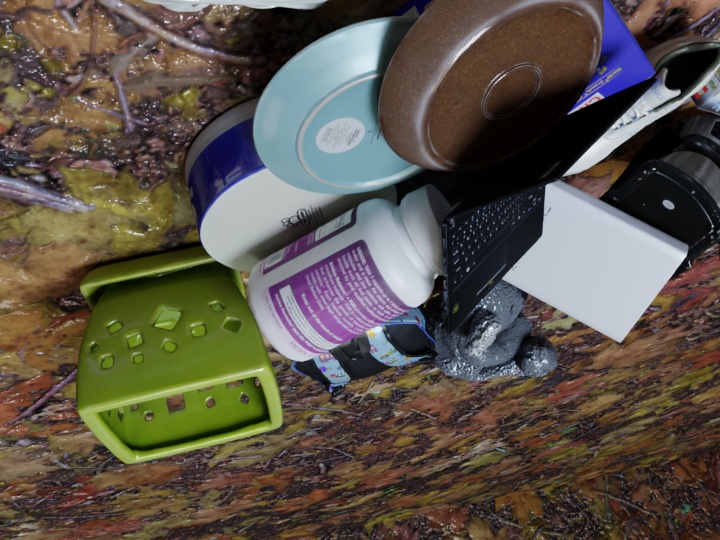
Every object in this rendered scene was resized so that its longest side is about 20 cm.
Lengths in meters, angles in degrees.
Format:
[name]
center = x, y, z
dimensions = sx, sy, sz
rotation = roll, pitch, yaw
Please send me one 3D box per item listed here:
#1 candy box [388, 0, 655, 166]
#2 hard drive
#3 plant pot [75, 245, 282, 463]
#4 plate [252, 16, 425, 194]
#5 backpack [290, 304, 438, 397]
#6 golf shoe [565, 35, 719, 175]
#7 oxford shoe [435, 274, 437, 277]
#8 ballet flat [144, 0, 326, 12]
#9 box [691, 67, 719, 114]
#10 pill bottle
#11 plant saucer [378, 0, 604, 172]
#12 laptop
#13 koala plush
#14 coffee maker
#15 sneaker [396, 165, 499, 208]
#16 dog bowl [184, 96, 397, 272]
[candy box]
center = 0.139, -0.192, 0.684
dimensions = 0.169, 0.077, 0.200
rotation = -32, 147, 25
[hard drive]
center = 0.216, -0.021, 0.817
dimensions = 0.027, 0.200, 0.132
rotation = -51, 167, -49
[plant pot]
center = -0.208, 0.090, 0.892
dimensions = 0.200, 0.182, 0.199
rotation = -13, 152, -8
[plate]
center = 0.012, -0.119, 0.636
dimensions = 0.200, 0.026, 0.200
rotation = -13, 150, -8
[backpack]
center = -0.009, 0.067, 0.981
dimensions = 0.182, 0.135, 0.200
rotation = -20, 161, 9
[golf shoe]
center = 0.255, -0.164, 0.748
dimensions = 0.200, 0.078, 0.097
rotation = -37, -177, 3
[oxford shoe]
center = -0.013, -0.004, 0.882
dimensions = 0.200, 0.075, 0.058
rotation = 11, 132, 3
[ballet flat]
center = -0.102, -0.208, 0.545
dimensions = 0.200, 0.070, 0.069
rotation = -5, 150, -23
[box]
center = 0.471, -0.213, 0.871
dimensions = 0.200, 0.035, 0.110
rotation = 4, 146, -34
[pill bottle]
center = 0.000, 0.000, 0.747
dimensions = 0.200, 0.112, 0.112
rotation = -27, 150, 21
[plant saucer]
center = 0.110, -0.146, 0.601
dimensions = 0.200, 0.035, 0.200
rotation = -22, 148, -15
[laptop]
center = 0.158, -0.050, 0.667
dimensions = 0.177, 0.103, 0.200
rotation = -41, 140, -34
[koala plush]
center = 0.157, 0.057, 1.038
dimensions = 0.183, 0.178, 0.200
rotation = -14, 159, 8
[coffee maker]
center = 0.329, -0.076, 0.878
dimensions = 0.192, 0.135, 0.200
rotation = -18, -167, 42
[sneaker]
center = 0.085, -0.059, 0.894
dimensions = 0.199, 0.076, 0.114
rotation = -17, 146, -10
[dog bowl]
center = -0.067, -0.081, 0.769
dimensions = 0.200, 0.079, 0.200
rotation = -13, 152, -7
